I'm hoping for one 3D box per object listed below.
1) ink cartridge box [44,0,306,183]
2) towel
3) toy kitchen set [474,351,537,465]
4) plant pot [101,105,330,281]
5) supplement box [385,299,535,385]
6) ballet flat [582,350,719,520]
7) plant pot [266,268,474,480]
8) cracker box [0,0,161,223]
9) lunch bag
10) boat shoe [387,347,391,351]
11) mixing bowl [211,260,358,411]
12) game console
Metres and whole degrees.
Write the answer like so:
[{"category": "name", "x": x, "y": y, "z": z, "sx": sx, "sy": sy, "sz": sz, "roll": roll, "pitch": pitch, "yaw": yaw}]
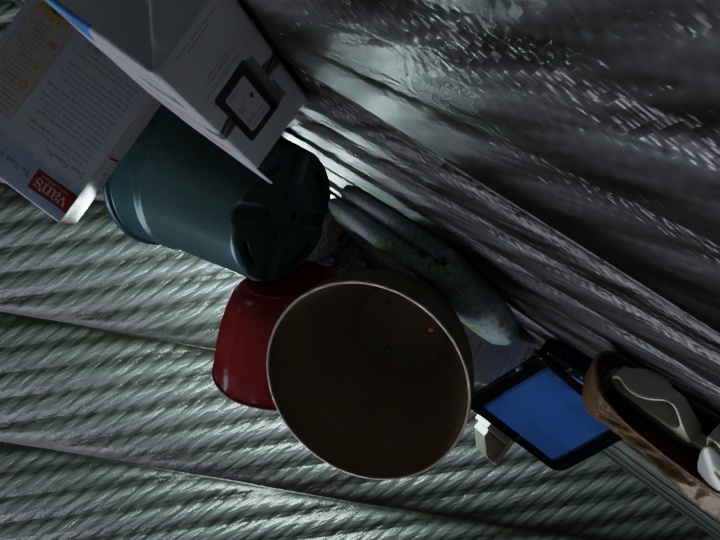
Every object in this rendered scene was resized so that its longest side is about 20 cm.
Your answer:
[{"category": "ink cartridge box", "x": -0.112, "y": -0.141, "z": 0.555, "sx": 0.115, "sy": 0.068, "sz": 0.200, "roll": 36, "pitch": 178, "yaw": 18}, {"category": "towel", "x": 0.068, "y": -0.006, "z": 0.891, "sx": 0.199, "sy": 0.048, "sz": 0.171, "roll": 35, "pitch": 178, "yaw": 42}, {"category": "toy kitchen set", "x": 0.167, "y": 0.155, "z": 1.204, "sx": 0.180, "sy": 0.164, "sz": 0.200, "roll": 37, "pitch": 178, "yaw": -7}, {"category": "plant pot", "x": -0.150, "y": -0.091, "z": 0.927, "sx": 0.195, "sy": 0.202, "sz": 0.200, "roll": 26, "pitch": 172, "yaw": 35}, {"category": "supplement box", "x": 0.114, "y": 0.078, "z": 1.037, "sx": 0.126, "sy": 0.074, "sz": 0.199, "roll": 36, "pitch": -168, "yaw": 38}, {"category": "ballet flat", "x": 0.247, "y": 0.122, "z": 0.618, "sx": 0.200, "sy": 0.068, "sz": 0.073, "roll": 41, "pitch": 162, "yaw": 41}, {"category": "plant pot", "x": 0.025, "y": 0.081, "z": 0.815, "sx": 0.199, "sy": 0.201, "sz": 0.135, "roll": 36, "pitch": -152, "yaw": 4}, {"category": "cracker box", "x": -0.256, "y": -0.162, "z": 0.737, "sx": 0.133, "sy": 0.201, "sz": 0.058, "roll": 37, "pitch": 178, "yaw": -5}, {"category": "lunch bag", "x": 0.000, "y": 0.000, "z": 1.125, "sx": 0.199, "sy": 0.141, "sz": 0.167, "roll": 36, "pitch": 161, "yaw": -36}, {"category": "boat shoe", "x": 0.080, "y": 0.127, "z": 1.112, "sx": 0.198, "sy": 0.067, "sz": 0.074, "roll": 18, "pitch": -167, "yaw": -43}, {"category": "mixing bowl", "x": -0.077, "y": 0.056, "z": 0.938, "sx": 0.200, "sy": 0.198, "sz": 0.110, "roll": 34, "pitch": 134, "yaw": 53}, {"category": "game console", "x": 0.251, "y": 0.180, "z": 0.926, "sx": 0.199, "sy": 0.119, "sz": 0.170, "roll": 37, "pitch": 179, "yaw": -30}]
